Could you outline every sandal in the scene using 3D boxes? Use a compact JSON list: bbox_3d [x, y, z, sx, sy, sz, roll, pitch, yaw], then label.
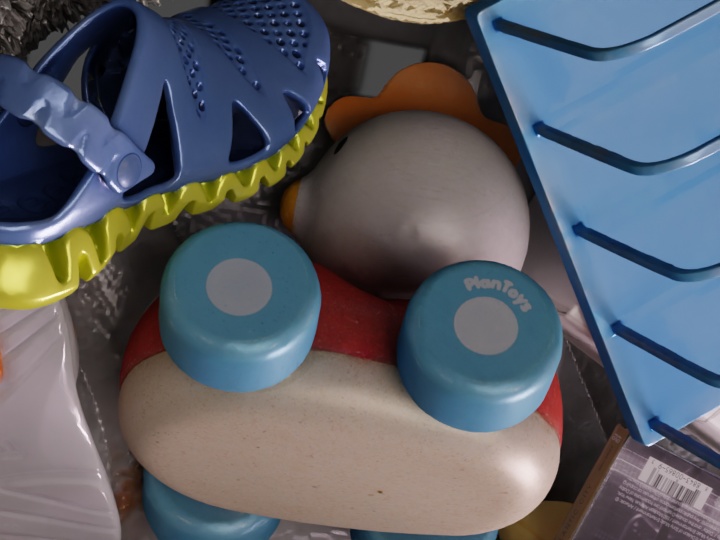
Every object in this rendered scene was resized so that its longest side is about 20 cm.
[{"bbox_3d":[-0.081,-0.063,1.086,0.200,0.079,0.088,-37,139,-43],"label":"sandal"},{"bbox_3d":[-0.149,0.043,1.176,0.079,0.059,0.207,-14,131,-2],"label":"sandal"}]

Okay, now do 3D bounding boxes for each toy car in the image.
[{"bbox_3d":[0.000,0.000,1.190,0.176,0.185,0.201,9,58,-1],"label":"toy car"}]

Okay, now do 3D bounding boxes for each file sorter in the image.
[{"bbox_3d":[0.156,-0.035,1.149,0.138,0.123,0.201,-28,111,-13],"label":"file sorter"}]

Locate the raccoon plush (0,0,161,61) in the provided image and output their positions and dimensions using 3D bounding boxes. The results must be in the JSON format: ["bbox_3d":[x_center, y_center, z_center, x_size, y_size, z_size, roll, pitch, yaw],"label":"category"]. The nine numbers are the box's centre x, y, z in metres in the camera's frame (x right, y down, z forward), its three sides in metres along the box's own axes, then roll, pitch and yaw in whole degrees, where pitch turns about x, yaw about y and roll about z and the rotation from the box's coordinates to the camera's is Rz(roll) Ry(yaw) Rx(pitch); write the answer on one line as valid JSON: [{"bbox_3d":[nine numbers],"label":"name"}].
[{"bbox_3d":[-0.109,-0.144,1.078,0.134,0.200,0.097,-30,77,-14],"label":"raccoon plush"}]

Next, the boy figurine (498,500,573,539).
[{"bbox_3d":[0.132,0.168,1.318,0.124,0.064,0.200,-40,118,-5],"label":"boy figurine"}]

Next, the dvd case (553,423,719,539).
[{"bbox_3d":[0.119,0.183,1.272,0.148,0.016,0.201,27,93,-29],"label":"dvd case"}]

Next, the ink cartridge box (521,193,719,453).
[{"bbox_3d":[0.179,0.004,1.281,0.200,0.084,0.146,36,88,-26],"label":"ink cartridge box"}]

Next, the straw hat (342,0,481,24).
[{"bbox_3d":[0.031,-0.207,1.164,0.200,0.085,0.202,-6,116,-12],"label":"straw hat"}]
